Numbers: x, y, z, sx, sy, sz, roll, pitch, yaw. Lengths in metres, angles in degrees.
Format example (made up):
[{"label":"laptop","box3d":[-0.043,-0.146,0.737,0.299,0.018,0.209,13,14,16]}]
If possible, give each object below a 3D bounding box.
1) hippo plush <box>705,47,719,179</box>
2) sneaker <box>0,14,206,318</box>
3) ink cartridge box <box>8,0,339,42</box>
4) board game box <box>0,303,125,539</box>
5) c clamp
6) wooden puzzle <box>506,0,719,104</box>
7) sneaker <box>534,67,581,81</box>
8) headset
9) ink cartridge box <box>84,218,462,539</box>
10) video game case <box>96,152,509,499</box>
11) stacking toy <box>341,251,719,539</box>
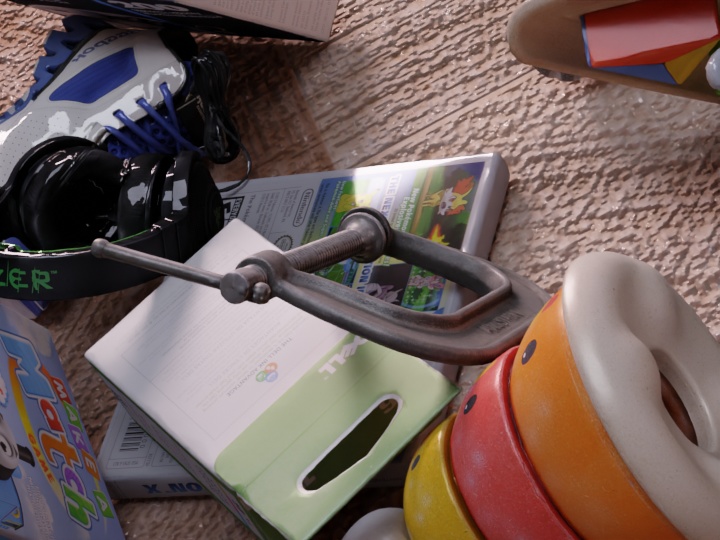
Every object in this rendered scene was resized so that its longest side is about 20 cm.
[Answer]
[{"label":"hippo plush","box3d":[0.196,-0.030,1.016,0.159,0.200,0.161,-21,56,-18]},{"label":"sneaker","box3d":[-0.139,-0.073,1.356,0.115,0.081,0.200,-5,46,30]},{"label":"ink cartridge box","box3d":[-0.146,-0.169,1.375,0.197,0.200,0.044,9,88,35]},{"label":"board game box","box3d":[-0.183,0.069,1.124,0.037,0.200,0.152,-30,63,12]},{"label":"c clamp","box3d":[0.000,0.000,1.122,0.170,0.200,0.027,21,105,22]},{"label":"wooden puzzle","box3d":[0.195,-0.120,1.104,0.200,0.185,0.046,-29,63,43]},{"label":"sneaker","box3d":[0.173,-0.171,1.271,0.199,0.075,0.082,-17,39,13]},{"label":"headset","box3d":[-0.123,-0.045,1.253,0.123,0.094,0.200,9,24,31]},{"label":"ink cartridge box","box3d":[-0.033,0.063,1.142,0.104,0.059,0.200,-42,41,-11]},{"label":"video game case","box3d":[-0.028,0.027,1.240,0.182,0.022,0.201,-5,47,27]},{"label":"stacking toy","box3d":[0.067,0.097,1.058,0.200,0.146,0.146,-33,39,23]}]
